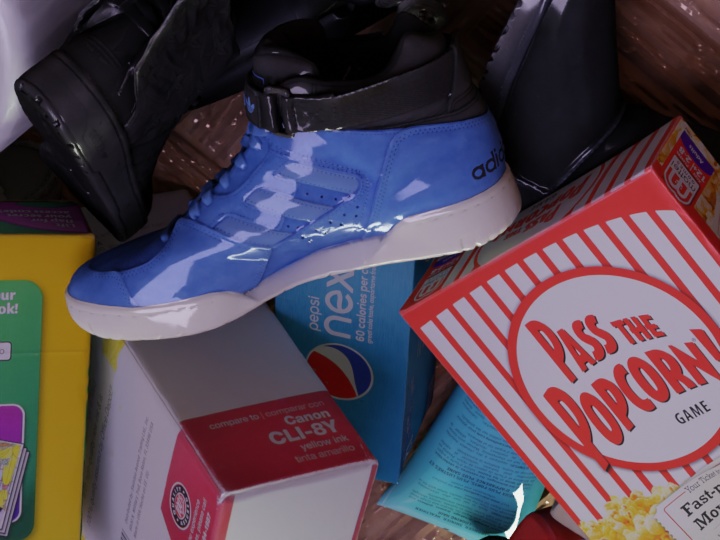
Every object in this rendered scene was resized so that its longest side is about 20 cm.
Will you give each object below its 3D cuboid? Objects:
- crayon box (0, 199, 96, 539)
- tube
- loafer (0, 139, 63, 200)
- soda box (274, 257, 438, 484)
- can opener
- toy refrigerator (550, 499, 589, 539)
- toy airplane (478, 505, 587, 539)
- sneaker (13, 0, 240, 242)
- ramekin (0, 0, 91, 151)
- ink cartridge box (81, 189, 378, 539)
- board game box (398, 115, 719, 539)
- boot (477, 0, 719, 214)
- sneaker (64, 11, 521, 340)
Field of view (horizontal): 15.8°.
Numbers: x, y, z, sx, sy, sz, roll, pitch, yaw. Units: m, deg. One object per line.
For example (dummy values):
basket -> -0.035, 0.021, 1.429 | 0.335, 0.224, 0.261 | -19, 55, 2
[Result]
crayon box -> -0.223, 0.058, 1.149 | 0.199, 0.058, 0.173 | 0, 107, -15
tube -> 0.071, 0.072, 1.247 | 0.077, 0.050, 0.200 | 26, 136, 2
loafer -> -0.226, -0.028, 1.196 | 0.072, 0.199, 0.063 | 53, 147, 32
soda box -> 0.000, 0.000, 1.204 | 0.068, 0.064, 0.200 | 12, 128, 11
can opener -> -0.023, -0.118, 1.138 | 0.063, 0.079, 0.200 | 12, 147, -42
toy refrigerator -> 0.198, 0.127, 1.225 | 0.200, 0.070, 0.076 | 33, 134, -3
toy airplane -> 0.079, 0.239, 1.253 | 0.141, 0.200, 0.199 | 17, 147, 35
sneaker -> -0.090, -0.082, 1.110 | 0.060, 0.104, 0.200 | 45, 171, 12
ramekin -> -0.203, -0.137, 1.141 | 0.200, 0.098, 0.201 | 15, 131, 19
ink cartridge box -> -0.084, 0.079, 1.214 | 0.200, 0.083, 0.145 | 53, 143, 38
board game box -> 0.136, 0.051, 1.115 | 0.151, 0.046, 0.200 | -32, 104, 39
boot -> 0.149, -0.052, 1.107 | 0.200, 0.066, 0.165 | 26, 138, 4
sneaker -> -0.042, -0.046, 1.086 | 0.199, 0.077, 0.112 | -15, 114, 12
